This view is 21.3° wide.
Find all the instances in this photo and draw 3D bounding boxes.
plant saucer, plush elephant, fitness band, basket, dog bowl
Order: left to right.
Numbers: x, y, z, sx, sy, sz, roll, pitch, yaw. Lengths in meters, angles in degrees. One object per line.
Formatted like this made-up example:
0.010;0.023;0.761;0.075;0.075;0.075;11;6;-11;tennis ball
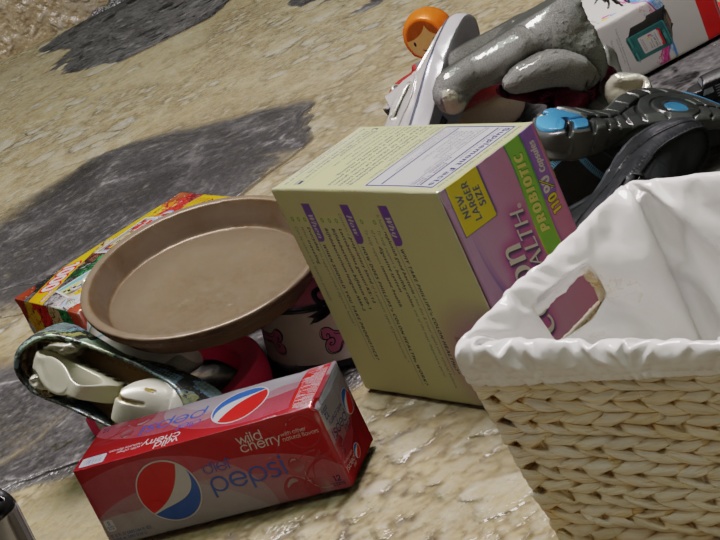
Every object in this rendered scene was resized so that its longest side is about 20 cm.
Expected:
-0.150;0.097;1.559;0.143;0.038;0.200;-29;21;-18;fitness band
-0.121;0.005;1.501;0.199;0.030;0.200;-12;30;7;plant saucer
0.000;0.000;1.565;0.199;0.074;0.200;-23;19;8;dog bowl
0.180;-0.154;1.654;0.199;0.155;0.165;-30;9;9;plush elephant
0.198;0.054;1.059;0.199;0.161;0.198;-3;29;45;basket

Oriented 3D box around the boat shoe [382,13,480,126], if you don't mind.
0.053;-0.146;1.758;0.065;0.072;0.201;11;79;30;boat shoe

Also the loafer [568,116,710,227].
0.212;-0.049;1.455;0.070;0.068;0.200;14;45;44;loafer

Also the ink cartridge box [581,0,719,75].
0.271;-0.241;1.865;0.199;0.067;0.116;-29;20;-11;ink cartridge box

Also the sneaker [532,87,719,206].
0.219;-0.097;1.548;0.199;0.082;0.073;-10;27;-26;sneaker

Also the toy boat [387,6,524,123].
0.082;-0.197;1.883;0.130;0.131;0.200;-25;19;2;toy boat

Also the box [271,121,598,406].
0.059;-0.006;1.351;0.097;0.176;0.200;-36;22;-28;box

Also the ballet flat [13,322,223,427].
-0.183;0.097;1.452;0.199;0.074;0.074;19;41;28;ballet flat

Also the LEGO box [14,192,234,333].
-0.194;0.012;1.759;0.200;0.077;0.149;-35;21;-26;LEGO box

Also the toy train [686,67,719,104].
0.370;-0.181;1.624;0.199;0.046;0.034;-23;20;5;toy train

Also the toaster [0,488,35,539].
-0.310;0.221;1.301;0.200;0.119;0.181;-37;23;-29;toaster

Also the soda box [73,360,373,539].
-0.097;0.131;1.348;0.199;0.070;0.063;-17;20;23;soda box

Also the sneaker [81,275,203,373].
-0.189;0.048;1.558;0.070;0.081;0.200;-26;20;-19;sneaker
